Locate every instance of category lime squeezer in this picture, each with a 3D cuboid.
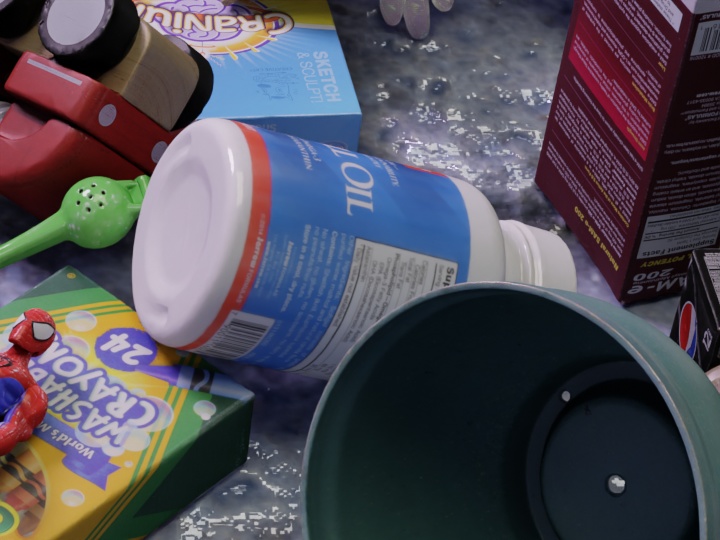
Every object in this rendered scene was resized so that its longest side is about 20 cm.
[{"bbox_3d":[-0.113,-0.018,1.344,0.199,0.071,0.038,-8,43,-31],"label":"lime squeezer"}]

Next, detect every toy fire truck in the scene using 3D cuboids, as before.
[{"bbox_3d":[-0.203,-0.067,1.374,0.176,0.129,0.200,25,84,36],"label":"toy fire truck"}]

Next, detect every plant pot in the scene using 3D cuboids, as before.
[{"bbox_3d":[0.092,0.101,1.199,0.200,0.201,0.134,35,21,26],"label":"plant pot"}]

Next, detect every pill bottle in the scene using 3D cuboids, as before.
[{"bbox_3d":[0.000,0.000,1.309,0.199,0.112,0.112,13,37,-28],"label":"pill bottle"}]

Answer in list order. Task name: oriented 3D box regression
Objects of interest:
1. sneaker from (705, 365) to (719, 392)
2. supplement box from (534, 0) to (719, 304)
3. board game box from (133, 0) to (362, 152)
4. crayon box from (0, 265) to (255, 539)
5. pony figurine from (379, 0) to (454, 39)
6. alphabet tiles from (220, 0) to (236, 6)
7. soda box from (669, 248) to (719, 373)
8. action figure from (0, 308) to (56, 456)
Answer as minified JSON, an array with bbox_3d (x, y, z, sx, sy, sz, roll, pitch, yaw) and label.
[{"bbox_3d":[0.256,0.087,1.315,0.199,0.071,0.076,3,43,-6],"label":"sneaker"},{"bbox_3d":[0.154,-0.094,1.400,0.061,0.200,0.109,-10,45,-22],"label":"supplement box"},{"bbox_3d":[-0.092,-0.132,1.519,0.153,0.040,0.200,-3,43,-13],"label":"board game box"},{"bbox_3d":[-0.161,0.089,1.250,0.126,0.052,0.200,33,47,25],"label":"crayon box"},{"bbox_3d":[0.102,-0.236,1.587,0.166,0.200,0.194,11,56,-9],"label":"pony figurine"},{"bbox_3d":[0.005,-0.242,1.538,0.167,0.008,0.200,-25,31,30],"label":"alphabet tiles"},{"bbox_3d":[0.263,0.033,1.375,0.199,0.071,0.063,1,43,-9],"label":"soda box"},{"bbox_3d":[-0.192,0.077,1.185,0.065,0.052,0.200,21,40,18],"label":"action figure"}]
